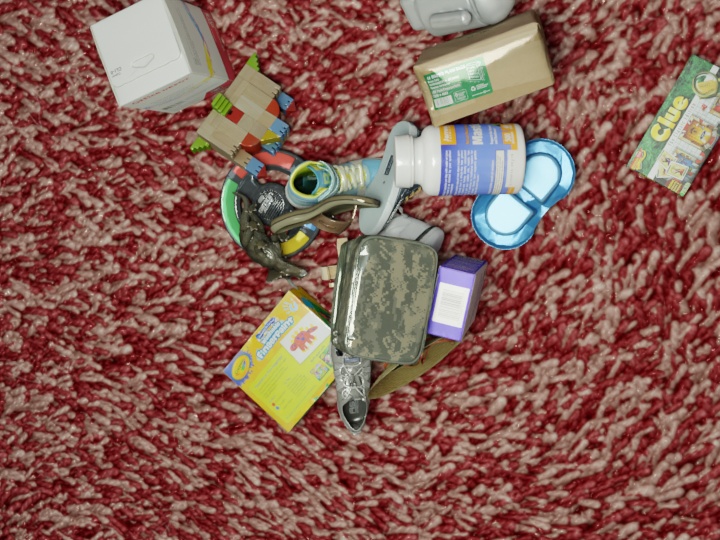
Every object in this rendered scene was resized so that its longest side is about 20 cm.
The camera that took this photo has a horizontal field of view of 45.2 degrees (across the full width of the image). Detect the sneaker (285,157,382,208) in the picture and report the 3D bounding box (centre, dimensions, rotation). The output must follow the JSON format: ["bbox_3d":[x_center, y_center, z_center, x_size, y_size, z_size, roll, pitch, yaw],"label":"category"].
[{"bbox_3d":[-0.031,-0.152,1.460,0.199,0.131,0.080,-14,87,-2],"label":"sneaker"}]

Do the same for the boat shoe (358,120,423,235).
[{"bbox_3d":[0.072,-0.143,1.458,0.071,0.091,0.201,26,95,52],"label":"boat shoe"}]

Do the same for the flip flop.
[{"bbox_3d":[-0.057,-0.083,1.429,0.199,0.081,0.058,-15,82,19],"label":"flip flop"}]

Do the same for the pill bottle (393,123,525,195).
[{"bbox_3d":[0.153,-0.175,1.365,0.199,0.112,0.113,-1,97,-1],"label":"pill bottle"}]

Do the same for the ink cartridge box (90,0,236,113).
[{"bbox_3d":[-0.333,-0.368,1.486,0.145,0.200,0.145,-21,92,15],"label":"ink cartridge box"}]

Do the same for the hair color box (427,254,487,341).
[{"bbox_3d":[0.159,0.040,1.417,0.064,0.200,0.110,14,99,13],"label":"hair color box"}]

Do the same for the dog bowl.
[{"bbox_3d":[0.272,-0.128,1.446,0.111,0.050,0.200,40,105,6],"label":"dog bowl"}]

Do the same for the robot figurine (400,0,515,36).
[{"bbox_3d":[0.164,-0.442,1.383,0.199,0.170,0.113,-3,141,34],"label":"robot figurine"}]

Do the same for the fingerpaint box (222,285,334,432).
[{"bbox_3d":[-0.120,0.158,1.567,0.167,0.073,0.200,41,103,5],"label":"fingerpaint box"}]

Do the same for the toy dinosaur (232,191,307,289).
[{"bbox_3d":[-0.181,-0.050,1.517,0.200,0.077,0.102,43,144,13],"label":"toy dinosaur"}]

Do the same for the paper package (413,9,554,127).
[{"bbox_3d":[0.197,-0.322,1.362,0.199,0.191,0.104,-17,108,16],"label":"paper package"}]

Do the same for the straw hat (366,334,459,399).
[{"bbox_3d":[0.075,0.128,1.470,0.201,0.201,0.085,-38,72,15],"label":"straw hat"}]

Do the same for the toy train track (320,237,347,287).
[{"bbox_3d":[0.000,0.000,1.480,0.199,0.032,0.115,-5,97,41],"label":"toy train track"}]

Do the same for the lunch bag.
[{"bbox_3d":[0.024,0.045,1.357,0.139,0.168,0.201,8,90,-14],"label":"lunch bag"}]

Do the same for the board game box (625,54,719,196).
[{"bbox_3d":[0.523,-0.231,1.386,0.104,0.023,0.201,30,103,11],"label":"board game box"}]

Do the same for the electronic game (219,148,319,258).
[{"bbox_3d":[-0.159,-0.119,1.558,0.199,0.042,0.201,2,98,14],"label":"electronic game"}]

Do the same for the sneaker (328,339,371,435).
[{"bbox_3d":[-0.008,0.187,1.476,0.074,0.082,0.201,-10,115,-5],"label":"sneaker"}]

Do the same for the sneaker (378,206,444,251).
[{"bbox_3d":[0.053,-0.014,1.506,0.115,0.075,0.200,37,111,17],"label":"sneaker"}]

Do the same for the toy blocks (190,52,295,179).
[{"bbox_3d":[-0.185,-0.257,1.514,0.136,0.100,0.200,33,82,4],"label":"toy blocks"}]
